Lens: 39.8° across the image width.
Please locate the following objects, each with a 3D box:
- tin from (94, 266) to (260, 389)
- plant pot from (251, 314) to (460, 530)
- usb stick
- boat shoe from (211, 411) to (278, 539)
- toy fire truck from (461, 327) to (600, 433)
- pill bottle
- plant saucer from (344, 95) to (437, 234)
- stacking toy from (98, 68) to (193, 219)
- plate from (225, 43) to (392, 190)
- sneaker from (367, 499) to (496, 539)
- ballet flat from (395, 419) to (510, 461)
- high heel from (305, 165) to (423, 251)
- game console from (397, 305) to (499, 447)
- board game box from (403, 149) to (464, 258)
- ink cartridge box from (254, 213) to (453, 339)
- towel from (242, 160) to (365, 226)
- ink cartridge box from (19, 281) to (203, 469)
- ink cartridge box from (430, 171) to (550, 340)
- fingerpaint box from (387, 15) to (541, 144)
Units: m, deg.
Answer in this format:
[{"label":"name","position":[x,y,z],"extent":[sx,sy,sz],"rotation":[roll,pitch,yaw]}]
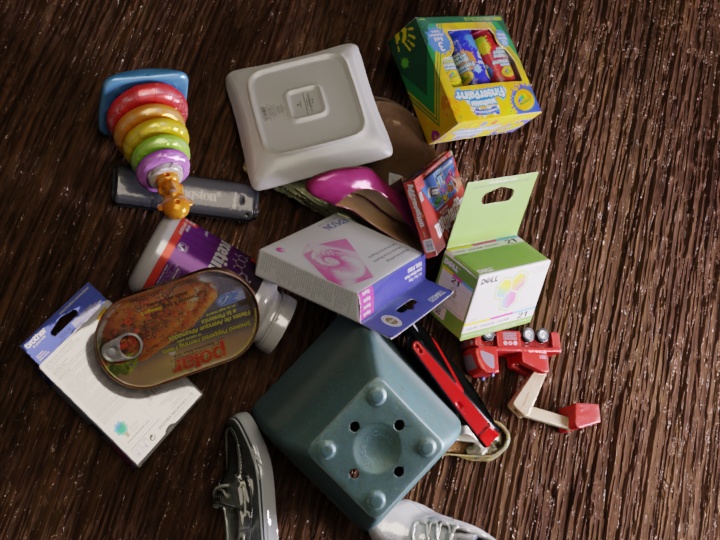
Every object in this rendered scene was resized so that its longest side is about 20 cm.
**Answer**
[{"label":"tin","position":[-0.214,0.067,1.175],"extent":[0.196,0.042,0.114],"rotation":[-18,98,-3]},{"label":"plant pot","position":[0.003,0.187,1.180],"extent":[0.196,0.200,0.196],"rotation":[-45,99,-2]},{"label":"usb stick","position":[-0.230,-0.100,1.309],"extent":[0.196,0.033,0.057],"rotation":[7,70,-21]},{"label":"boat shoe","position":[-0.144,0.276,1.204],"extent":[0.070,0.072,0.204],"rotation":[-6,78,-28]},{"label":"toy fire truck","position":[0.239,0.156,1.411],"extent":[0.196,0.049,0.144],"rotation":[3,73,-21]},{"label":"pill bottle","position":[-0.182,0.022,1.246],"extent":[0.198,0.112,0.114],"rotation":[30,65,-11]},{"label":"plant saucer","position":[0.038,-0.152,1.400],"extent":[0.197,0.029,0.205],"rotation":[10,73,-33]},{"label":"stacking toy","position":[-0.250,-0.143,1.242],"extent":[0.114,0.110,0.202],"rotation":[-10,59,-24]},{"label":"plate","position":[-0.074,-0.219,1.352],"extent":[0.196,0.032,0.203],"rotation":[-14,63,-5]},{"label":"sneaker","position":[0.103,0.340,1.278],"extent":[0.196,0.087,0.076],"rotation":[17,70,-15]},{"label":"ballet flat","position":[0.112,0.217,1.331],"extent":[0.196,0.071,0.072],"rotation":[10,70,-19]},{"label":"high heel","position":[0.016,-0.078,1.304],"extent":[0.197,0.067,0.098],"rotation":[1,67,-38]},{"label":"game console","position":[0.103,0.129,1.280],"extent":[0.031,0.200,0.177],"rotation":[-40,104,4]},{"label":"board game box","position":[0.109,-0.096,1.373],"extent":[0.200,0.019,0.105],"rotation":[-43,118,-64]},{"label":"ink cartridge box","position":[0.000,0.000,1.251],"extent":[0.197,0.044,0.196],"rotation":[23,25,21]},{"label":"towel","position":[-0.059,-0.154,1.393],"extent":[0.197,0.036,0.151],"rotation":[27,65,-13]},{"label":"ink cartridge box","position":[-0.301,0.126,1.206],"extent":[0.200,0.042,0.120],"rotation":[46,63,-6]},{"label":"ink cartridge box","position":[0.187,-0.020,1.348],"extent":[0.146,0.203,0.076],"rotation":[-11,38,-37]},{"label":"fingerpaint box","position":[0.158,-0.286,1.475],"extent":[0.198,0.073,0.170],"rotation":[-13,79,-42]}]
